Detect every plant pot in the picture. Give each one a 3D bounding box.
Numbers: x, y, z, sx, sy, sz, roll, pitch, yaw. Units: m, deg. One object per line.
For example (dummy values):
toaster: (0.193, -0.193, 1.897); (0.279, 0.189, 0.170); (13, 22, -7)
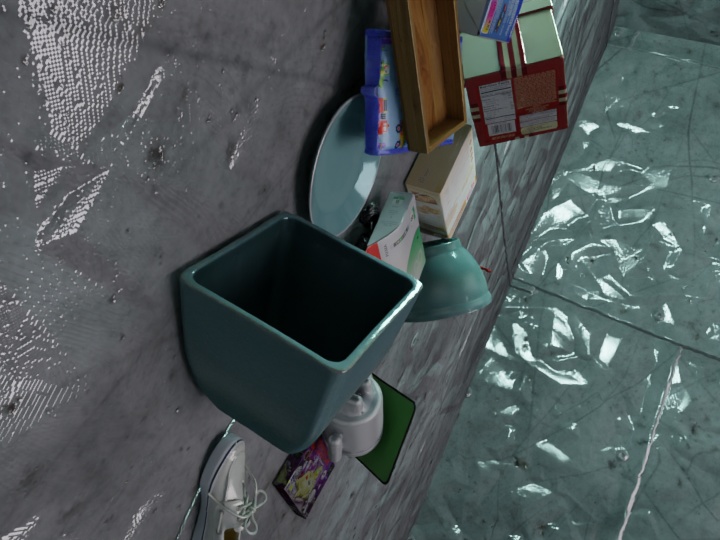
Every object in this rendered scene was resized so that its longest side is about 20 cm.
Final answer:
plant pot: (0.148, 0.010, 1.214); (0.200, 0.200, 0.135); (-24, 104, -62)
plant pot: (-0.077, 0.088, 0.701); (0.196, 0.196, 0.200); (-41, 154, -52)

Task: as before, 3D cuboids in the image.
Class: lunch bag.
lunch bag: (0.058, -0.239, 0.824); (0.200, 0.094, 0.151); (-31, 128, -58)

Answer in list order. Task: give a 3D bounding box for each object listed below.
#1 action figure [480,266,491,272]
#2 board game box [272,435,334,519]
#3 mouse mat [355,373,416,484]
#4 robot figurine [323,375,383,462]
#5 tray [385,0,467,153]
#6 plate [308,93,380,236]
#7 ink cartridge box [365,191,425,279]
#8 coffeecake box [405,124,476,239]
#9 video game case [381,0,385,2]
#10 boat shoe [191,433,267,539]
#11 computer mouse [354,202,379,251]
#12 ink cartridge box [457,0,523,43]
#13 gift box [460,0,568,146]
action figure: (0.344, 0.012, 1.807); (0.065, 0.099, 0.200); (-66, 162, -5)
board game box: (-0.099, 0.374, 1.133); (0.200, 0.032, 0.120); (79, 33, -54)
mouse mat: (0.027, 0.293, 1.180); (0.008, 0.200, 0.161); (20, 92, -31)
robot figurine: (-0.015, 0.260, 1.109); (0.170, 0.113, 0.200); (-55, 155, -37)
tray: (0.085, -0.260, 0.767); (0.099, 0.037, 0.200); (-41, 133, -35)
plate: (-0.024, -0.142, 0.834); (0.200, 0.026, 0.200); (-51, 153, -39)
ink cartridge box: (0.052, -0.004, 1.000); (0.161, 0.050, 0.200); (75, 28, -45)
coffeecake box: (0.163, -0.173, 1.204); (0.154, 0.073, 0.200); (-64, 159, -16)
video game case: (0.088, -0.427, 0.690); (0.182, 0.022, 0.200); (-65, -170, -12)
boat shoe: (-0.168, 0.319, 0.820); (0.075, 0.086, 0.202); (-17, 126, -64)
computer mouse: (0.000, 0.000, 1.003); (0.139, 0.053, 0.201); (48, 52, -65)
ink cartridge box: (0.146, -0.382, 0.876); (0.200, 0.136, 0.077); (-29, 141, -60)
gift box: (0.261, -0.341, 1.084); (0.200, 0.184, 0.187); (67, 20, -54)
